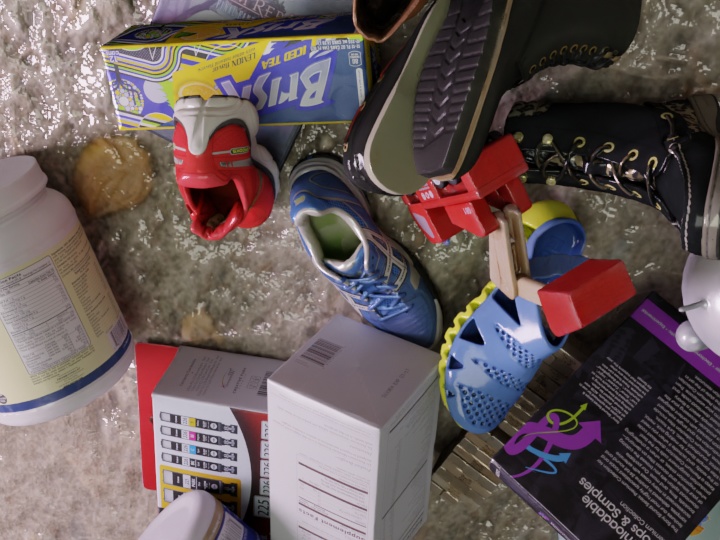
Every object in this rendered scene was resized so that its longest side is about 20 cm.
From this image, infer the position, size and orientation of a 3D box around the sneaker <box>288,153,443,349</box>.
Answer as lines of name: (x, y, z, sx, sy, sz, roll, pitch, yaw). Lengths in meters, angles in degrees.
sneaker: (0.000, 0.000, 0.814, 0.076, 0.077, 0.200, -31, 112, 22)

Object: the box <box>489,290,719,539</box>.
box: (0.218, 0.130, 0.753, 0.143, 0.200, 0.036, 42, 163, 22)

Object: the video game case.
video game case: (-0.096, -0.176, 0.768, 0.143, 0.019, 0.200, 27, 121, -5)

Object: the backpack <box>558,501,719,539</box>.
backpack: (0.254, 0.197, 0.830, 0.175, 0.153, 0.200, -15, 102, -2)

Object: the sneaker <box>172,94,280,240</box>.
sneaker: (-0.109, -0.061, 0.733, 0.077, 0.200, 0.085, 3, 75, 5)

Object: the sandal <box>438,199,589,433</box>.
sandal: (0.129, 0.044, 0.772, 0.079, 0.087, 0.200, 16, 104, -29)

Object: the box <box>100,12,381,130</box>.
box: (-0.086, -0.150, 0.733, 0.199, 0.064, 0.070, -1, 119, 10)

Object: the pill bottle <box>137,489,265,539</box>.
pill bottle: (-0.110, 0.304, 0.886, 0.116, 0.116, 0.200, -37, 108, 26)

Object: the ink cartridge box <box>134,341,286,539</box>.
ink cartridge box: (-0.145, 0.180, 0.937, 0.175, 0.084, 0.200, 8, 121, 6)

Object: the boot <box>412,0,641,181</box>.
boot: (0.122, -0.139, 0.651, 0.138, 0.077, 0.200, 20, 85, -26)

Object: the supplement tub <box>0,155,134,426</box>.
supplement tub: (-0.297, 0.017, 0.839, 0.145, 0.145, 0.200, -11, 116, 16)

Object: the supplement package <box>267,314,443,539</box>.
supplement package: (-0.006, 0.162, 0.846, 0.109, 0.114, 0.200, 20, 127, 25)

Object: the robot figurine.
robot figurine: (0.309, 0.012, 0.699, 0.170, 0.200, 0.113, -45, 61, 37)

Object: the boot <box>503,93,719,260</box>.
boot: (0.175, -0.069, 0.675, 0.153, 0.204, 0.074, 2, 119, 14)

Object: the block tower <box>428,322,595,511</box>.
block tower: (0.136, 0.132, 0.871, 0.054, 0.058, 0.200, 36, 121, 4)

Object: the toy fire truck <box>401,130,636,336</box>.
toy fire truck: (0.103, -0.027, 0.709, 0.049, 0.200, 0.141, -30, 98, -16)

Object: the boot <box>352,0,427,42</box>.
boot: (0.038, -0.252, 0.620, 0.077, 0.155, 0.200, 23, 120, -2)

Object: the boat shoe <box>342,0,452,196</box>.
boat shoe: (0.054, -0.142, 0.693, 0.074, 0.063, 0.202, 36, 80, -23)
